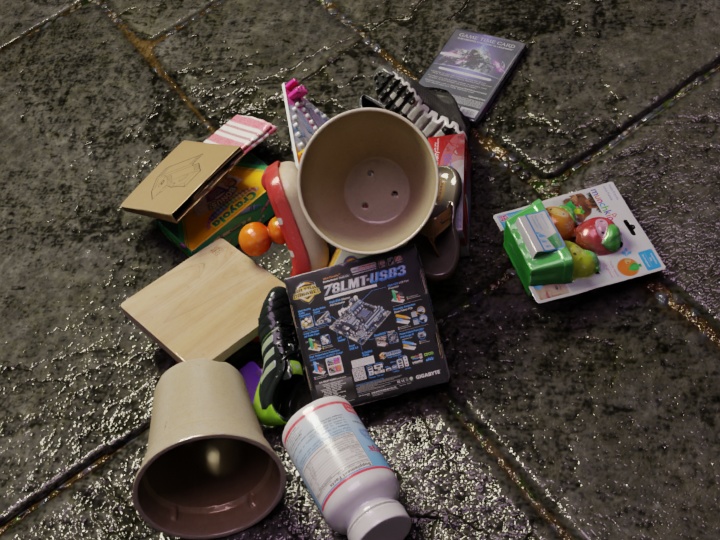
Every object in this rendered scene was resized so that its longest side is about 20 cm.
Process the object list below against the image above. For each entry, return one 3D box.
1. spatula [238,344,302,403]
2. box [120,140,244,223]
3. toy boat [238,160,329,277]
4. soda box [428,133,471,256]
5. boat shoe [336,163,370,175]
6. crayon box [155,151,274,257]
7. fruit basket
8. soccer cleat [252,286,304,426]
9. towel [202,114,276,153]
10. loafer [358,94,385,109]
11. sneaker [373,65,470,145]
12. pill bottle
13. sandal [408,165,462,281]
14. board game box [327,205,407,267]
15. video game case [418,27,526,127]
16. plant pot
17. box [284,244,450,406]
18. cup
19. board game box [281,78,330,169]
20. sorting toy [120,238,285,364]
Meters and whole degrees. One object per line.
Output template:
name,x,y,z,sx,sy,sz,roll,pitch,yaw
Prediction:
spatula,-0.113,0.133,1.541,0.199,0.021,0.057,-34,65,-13
box,-0.294,-0.148,1.693,0.164,0.021,0.199,-48,33,-20
toy boat,-0.124,-0.059,1.584,0.129,0.202,0.131,-19,14,4
soda box,0.139,-0.119,1.628,0.063,0.070,0.202,-6,53,14
boat shoe,-0.001,-0.186,1.622,0.062,0.199,0.075,-31,79,26
crayon box,-0.228,-0.103,1.730,0.200,0.059,0.119,-41,52,-15
fruit basket,0.316,-0.048,1.511,0.198,0.094,0.186,-18,51,-2
soccer cleat,-0.110,0.123,1.479,0.081,0.067,0.203,-5,77,48
towel,-0.243,-0.191,1.755,0.200,0.030,0.146,-42,29,-13
loafer,0.051,-0.223,1.732,0.068,0.071,0.201,-31,52,-9
sneaker,0.106,-0.276,1.717,0.199,0.066,0.091,38,44,-9
pill bottle,-0.016,0.271,1.355,0.108,0.109,0.201,-30,52,-8
sandal,0.112,-0.078,1.528,0.081,0.055,0.202,2,62,19
board game box,0.000,0.000,1.570,0.030,0.095,0.201,-23,35,57
video game case,0.186,-0.343,1.818,0.142,0.019,0.201,20,61,28
plant pot,-0.211,0.227,1.408,0.198,0.202,0.184,-19,40,1
box,0.010,0.083,1.463,0.198,0.050,0.201,-15,85,6
cup,0.018,-0.120,1.489,0.198,0.143,0.203,0,88,7
board game box,-0.041,-0.190,1.656,0.026,0.199,0.202,-33,47,24
sorting toy,-0.225,0.069,1.578,0.199,0.070,0.198,-36,50,-27
